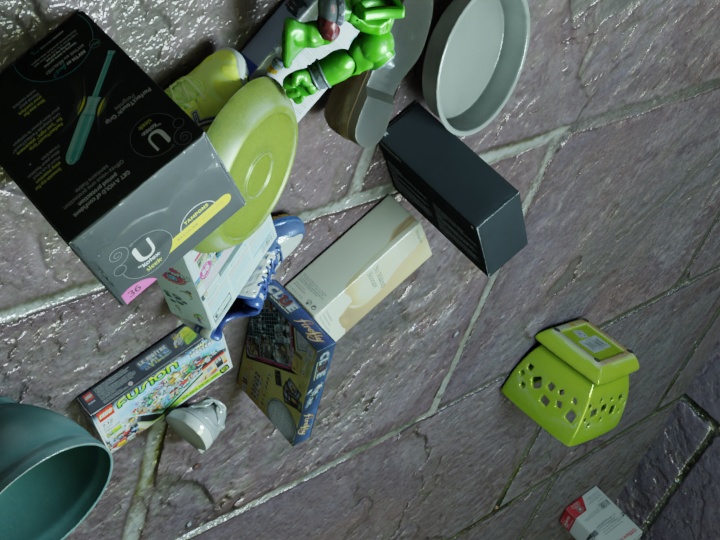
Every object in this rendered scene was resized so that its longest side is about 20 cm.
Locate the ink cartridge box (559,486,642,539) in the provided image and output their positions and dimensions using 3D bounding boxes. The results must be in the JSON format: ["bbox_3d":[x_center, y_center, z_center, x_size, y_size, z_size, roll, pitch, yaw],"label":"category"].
[{"bbox_3d":[0.725,0.774,3.524,0.144,0.200,0.084,-26,146,-32],"label":"ink cartridge box"}]

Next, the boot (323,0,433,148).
[{"bbox_3d":[0.017,-0.248,1.361,0.074,0.075,0.200,21,96,-49],"label":"boot"}]

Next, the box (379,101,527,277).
[{"bbox_3d":[0.122,-0.106,1.533,0.079,0.200,0.141,-41,152,-6],"label":"box"}]

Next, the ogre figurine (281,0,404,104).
[{"bbox_3d":[-0.020,-0.268,1.176,0.120,0.098,0.200,-2,101,-8],"label":"ogre figurine"}]

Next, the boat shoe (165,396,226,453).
[{"bbox_3d":[-0.213,0.204,1.588,0.069,0.072,0.200,-51,171,-14],"label":"boat shoe"}]

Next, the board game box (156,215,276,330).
[{"bbox_3d":[-0.171,-0.046,1.311,0.148,0.064,0.200,-59,161,-25],"label":"board game box"}]

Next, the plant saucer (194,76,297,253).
[{"bbox_3d":[-0.118,-0.104,1.231,0.200,0.031,0.200,-54,160,-30],"label":"plant saucer"}]

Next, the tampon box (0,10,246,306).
[{"bbox_3d":[-0.232,-0.101,1.057,0.150,0.200,0.126,-41,152,-9],"label":"tampon box"}]

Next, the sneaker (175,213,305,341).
[{"bbox_3d":[-0.136,0.013,1.462,0.200,0.088,0.075,-40,150,-13],"label":"sneaker"}]

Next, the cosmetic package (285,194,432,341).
[{"bbox_3d":[0.000,0.000,1.646,0.200,0.071,0.105,-42,152,-7],"label":"cosmetic package"}]

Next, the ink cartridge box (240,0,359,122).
[{"bbox_3d":[-0.066,-0.237,1.277,0.200,0.042,0.119,-51,151,2],"label":"ink cartridge box"}]

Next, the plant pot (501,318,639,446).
[{"bbox_3d":[0.448,0.220,2.427,0.200,0.199,0.182,-10,130,-47],"label":"plant pot"}]

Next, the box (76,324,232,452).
[{"bbox_3d":[-0.263,0.145,1.516,0.200,0.035,0.110,-36,150,-19],"label":"box"}]

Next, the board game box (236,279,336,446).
[{"bbox_3d":[-0.105,0.128,1.604,0.035,0.135,0.200,-24,146,-35],"label":"board game box"}]

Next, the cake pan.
[{"bbox_3d":[0.145,-0.271,1.477,0.200,0.037,0.201,-35,139,-37],"label":"cake pan"}]

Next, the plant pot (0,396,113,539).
[{"bbox_3d":[-0.401,0.228,1.324,0.200,0.134,0.200,-39,156,-21],"label":"plant pot"}]

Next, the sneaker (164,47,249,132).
[{"bbox_3d":[-0.192,-0.148,1.184,0.200,0.075,0.076,-48,154,1],"label":"sneaker"}]
